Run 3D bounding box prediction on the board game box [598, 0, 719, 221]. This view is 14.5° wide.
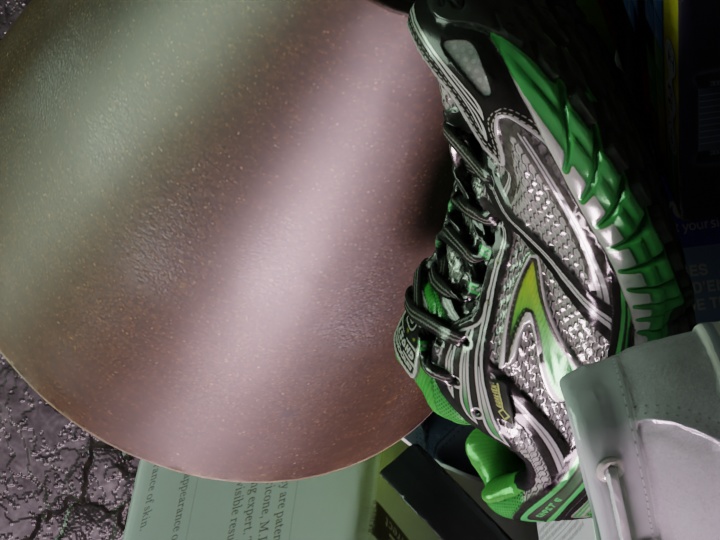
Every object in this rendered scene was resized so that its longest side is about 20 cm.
[{"bbox_3d":[0.090,-0.142,0.741,0.166,0.056,0.201,-104,7,-53],"label":"board game box"}]

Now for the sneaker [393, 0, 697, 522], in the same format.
[{"bbox_3d":[0.046,0.003,0.765,0.078,0.085,0.200,-103,-6,-49],"label":"sneaker"}]

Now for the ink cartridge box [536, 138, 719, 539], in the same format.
[{"bbox_3d":[0.095,0.050,0.913,0.136,0.076,0.201,103,158,-77],"label":"ink cartridge box"}]

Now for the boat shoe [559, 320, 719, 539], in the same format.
[{"bbox_3d":[0.081,0.100,0.744,0.072,0.068,0.201,-101,5,-45],"label":"boat shoe"}]

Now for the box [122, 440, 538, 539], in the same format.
[{"bbox_3d":[0.005,0.130,1.239,0.199,0.130,0.201,54,-150,-34],"label":"box"}]

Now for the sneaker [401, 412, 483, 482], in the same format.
[{"bbox_3d":[0.000,0.000,1.003,0.200,0.078,0.079,50,-163,1],"label":"sneaker"}]

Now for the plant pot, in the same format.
[{"bbox_3d":[-0.015,-0.062,0.847,0.200,0.186,0.188,124,142,-56],"label":"plant pot"}]

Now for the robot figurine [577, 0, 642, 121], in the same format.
[{"bbox_3d":[0.047,-0.017,1.105,0.175,0.115,0.201,-42,-35,-47],"label":"robot figurine"}]

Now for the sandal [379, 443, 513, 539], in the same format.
[{"bbox_3d":[0.072,0.148,1.002,0.200,0.048,0.075,47,179,4],"label":"sandal"}]
